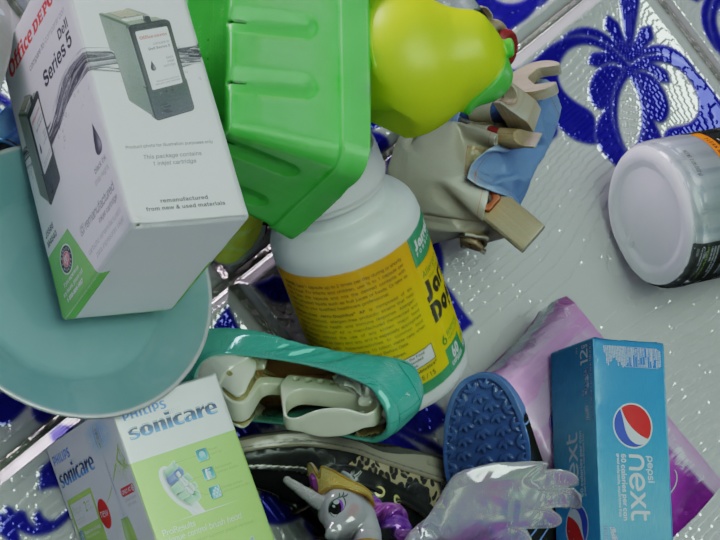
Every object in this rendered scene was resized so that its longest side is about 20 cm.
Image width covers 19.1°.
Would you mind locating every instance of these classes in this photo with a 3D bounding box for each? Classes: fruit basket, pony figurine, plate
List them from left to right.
[{"bbox_3d":[-0.194,0.009,1.418,0.200,0.026,0.200,13,59,-22],"label":"plate"},{"bbox_3d":[-0.010,-0.134,1.435,0.215,0.155,0.216,10,65,-23],"label":"fruit basket"},{"bbox_3d":[0.047,0.211,1.448,0.193,0.167,0.200,10,37,-17],"label":"pony figurine"}]

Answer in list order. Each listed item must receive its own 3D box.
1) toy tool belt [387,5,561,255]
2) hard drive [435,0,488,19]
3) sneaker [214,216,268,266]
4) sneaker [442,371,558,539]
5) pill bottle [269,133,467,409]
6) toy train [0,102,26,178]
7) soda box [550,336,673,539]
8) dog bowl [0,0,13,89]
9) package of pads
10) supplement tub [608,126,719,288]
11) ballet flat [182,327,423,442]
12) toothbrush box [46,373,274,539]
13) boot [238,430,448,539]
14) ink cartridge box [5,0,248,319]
[{"bbox_3d":[0.113,-0.107,1.673,0.125,0.123,0.200,55,51,-53],"label":"toy tool belt"},{"bbox_3d":[-0.017,-0.213,1.539,0.139,0.033,0.200,-37,63,7],"label":"hard drive"},{"bbox_3d":[-0.109,-0.087,1.544,0.075,0.200,0.076,8,33,18],"label":"sneaker"},{"bbox_3d":[0.109,0.168,1.606,0.070,0.078,0.200,-8,97,15],"label":"sneaker"},{"bbox_3d":[0.000,0.000,1.553,0.113,0.113,0.200,-40,125,-30],"label":"pill bottle"},{"bbox_3d":[-0.224,-0.094,1.518,0.087,0.114,0.200,46,60,-6],"label":"toy train"},{"bbox_3d":[0.186,0.154,1.585,0.064,0.068,0.200,6,76,-23],"label":"soda box"},{"bbox_3d":[-0.306,-0.121,1.446,0.059,0.200,0.200,28,63,-33],"label":"dog bowl"},{"bbox_3d":[0.175,0.134,1.666,0.120,0.076,0.200,-41,95,-27],"label":"package of pads"},{"bbox_3d":[0.316,-0.060,1.768,0.200,0.123,0.123,-12,80,-29],"label":"supplement tub"},{"bbox_3d":[-0.057,0.083,1.516,0.070,0.200,0.067,-57,149,-59],"label":"ballet flat"},{"bbox_3d":[-0.126,0.188,1.462,0.086,0.146,0.200,-15,82,-28],"label":"toothbrush box"},{"bbox_3d":[-0.018,0.200,1.555,0.200,0.073,0.151,13,69,-31],"label":"boot"},{"bbox_3d":[-0.157,-0.089,1.383,0.084,0.146,0.200,-6,67,-29],"label":"ink cartridge box"}]
